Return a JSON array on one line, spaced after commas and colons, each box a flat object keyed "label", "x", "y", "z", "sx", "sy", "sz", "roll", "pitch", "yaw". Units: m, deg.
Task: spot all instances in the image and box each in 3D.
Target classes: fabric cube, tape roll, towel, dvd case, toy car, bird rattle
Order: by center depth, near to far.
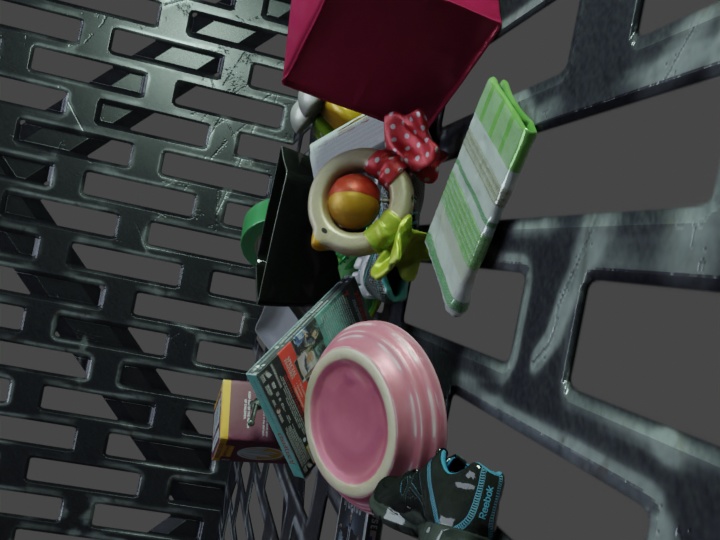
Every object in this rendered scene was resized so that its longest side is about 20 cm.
[{"label": "towel", "x": 0.119, "y": -0.073, "z": 0.851, "sx": 0.150, "sy": 0.030, "sz": 0.202, "roll": -101, "pitch": 27, "yaw": -57}, {"label": "bird rattle", "x": 0.015, "y": -0.088, "z": 0.997, "sx": 0.113, "sy": 0.161, "sz": 0.203, "roll": 18, "pitch": -107, "yaw": -75}, {"label": "dvd case", "x": -0.041, "y": 0.120, "z": 1.004, "sx": 0.200, "sy": 0.022, "sz": 0.147, "roll": -45, "pitch": -58, "yaw": -41}, {"label": "fabric cube", "x": 0.033, "y": -0.321, "z": 1.017, "sx": 0.196, "sy": 0.198, "sz": 0.201, "roll": 130, "pitch": 150, "yaw": -49}, {"label": "dvd case", "x": -0.003, "y": 0.325, "z": 1.060, "sx": 0.150, "sy": 0.024, "sz": 0.203, "roll": 151, "pitch": 129, "yaw": -75}, {"label": "toy car", "x": -0.009, "y": -0.247, "z": 1.386, "sx": 0.150, "sy": 0.175, "sz": 0.200, "roll": -45, "pitch": 2, "yaw": -16}, {"label": "tape roll", "x": -0.114, "y": -0.053, "z": 1.532, "sx": 0.201, "sy": 0.198, "sz": 0.049, "roll": 117, "pitch": 160, "yaw": -54}]

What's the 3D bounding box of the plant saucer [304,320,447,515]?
[{"label": "plant saucer", "x": 0.004, "y": 0.154, "z": 0.889, "sx": 0.199, "sy": 0.050, "sz": 0.203, "roll": 1, "pitch": 91, "yaw": 50}]

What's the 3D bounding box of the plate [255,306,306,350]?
[{"label": "plate", "x": -0.088, "y": 0.133, "z": 1.389, "sx": 0.032, "sy": 0.201, "sz": 0.200, "roll": -34, "pitch": -11, "yaw": -27}]

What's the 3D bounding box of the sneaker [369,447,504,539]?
[{"label": "sneaker", "x": 0.069, "y": 0.198, "z": 0.742, "sx": 0.083, "sy": 0.073, "sz": 0.200, "roll": -70, "pitch": 18, "yaw": -10}]

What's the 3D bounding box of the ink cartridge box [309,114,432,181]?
[{"label": "ink cartridge box", "x": 0.009, "y": -0.172, "z": 1.180, "sx": 0.048, "sy": 0.159, "sz": 0.200, "roll": 60, "pitch": -174, "yaw": -21}]

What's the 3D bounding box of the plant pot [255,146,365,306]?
[{"label": "plant pot", "x": -0.055, "y": -0.055, "z": 1.302, "sx": 0.200, "sy": 0.175, "sz": 0.202, "roll": -114, "pitch": 37, "yaw": -70}]

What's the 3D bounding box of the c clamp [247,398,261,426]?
[{"label": "c clamp", "x": -0.055, "y": 0.141, "z": 1.127, "sx": 0.171, "sy": 0.198, "sz": 0.027, "roll": -127, "pitch": 17, "yaw": -75}]

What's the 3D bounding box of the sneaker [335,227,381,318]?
[{"label": "sneaker", "x": 0.000, "y": 0.000, "z": 1.181, "sx": 0.074, "sy": 0.083, "sz": 0.202, "roll": -87, "pitch": 16, "yaw": -75}]

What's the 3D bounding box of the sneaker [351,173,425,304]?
[{"label": "sneaker", "x": 0.052, "y": -0.049, "z": 1.080, "sx": 0.091, "sy": 0.077, "sz": 0.203, "roll": 37, "pitch": 120, "yaw": 60}]

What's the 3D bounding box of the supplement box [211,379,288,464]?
[{"label": "supplement box", "x": -0.105, "y": 0.218, "z": 1.209, "sx": 0.111, "sy": 0.197, "sz": 0.087, "roll": 120, "pitch": 153, "yaw": -59}]
